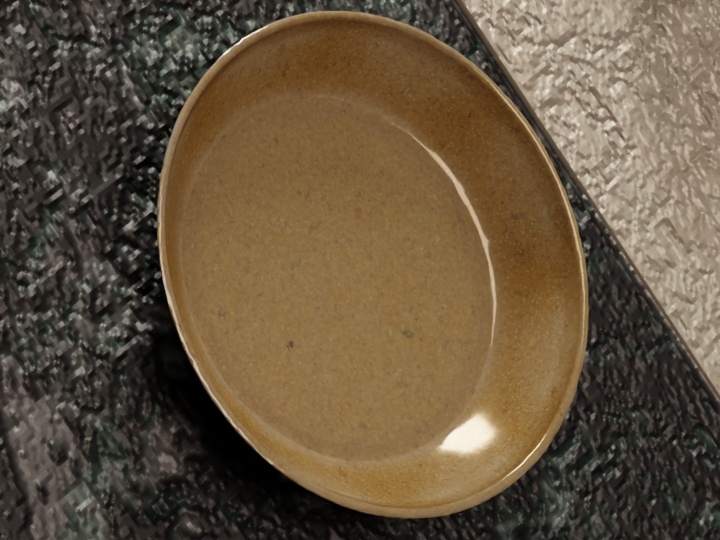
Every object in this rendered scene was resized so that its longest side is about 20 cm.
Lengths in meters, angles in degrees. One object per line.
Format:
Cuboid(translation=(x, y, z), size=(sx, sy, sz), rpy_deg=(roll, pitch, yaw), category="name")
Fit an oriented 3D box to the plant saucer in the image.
Cuboid(translation=(0.000, 0.000, 1.085), size=(0.200, 0.035, 0.201), rpy_deg=(11, 70, -32), category="plant saucer")
